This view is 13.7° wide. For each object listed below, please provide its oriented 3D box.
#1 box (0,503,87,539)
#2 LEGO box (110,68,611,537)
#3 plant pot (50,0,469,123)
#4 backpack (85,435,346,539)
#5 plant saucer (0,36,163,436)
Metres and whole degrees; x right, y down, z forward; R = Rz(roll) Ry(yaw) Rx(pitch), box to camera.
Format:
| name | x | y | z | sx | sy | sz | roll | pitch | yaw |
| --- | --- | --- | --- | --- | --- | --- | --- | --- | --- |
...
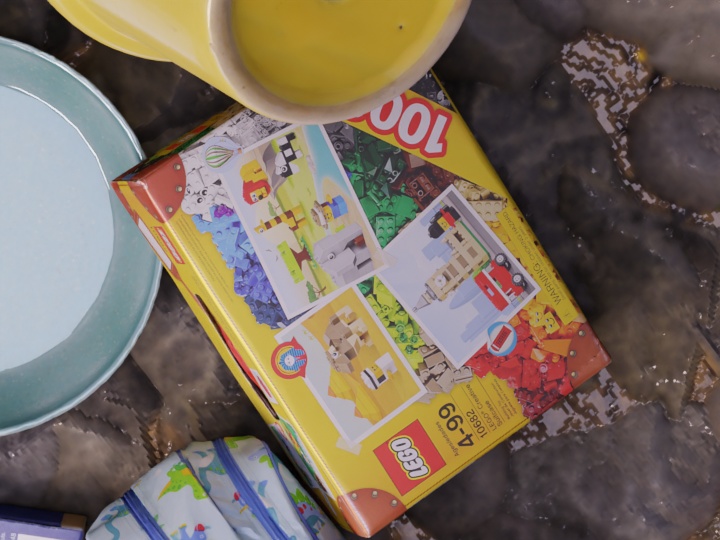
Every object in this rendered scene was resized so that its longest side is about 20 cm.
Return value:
| name | x | y | z | sx | sy | sz | roll | pitch | yaw |
| --- | --- | --- | --- | --- | --- | --- | --- | --- | --- |
| box | -0.243 | 0.169 | 1.499 | 0.199 | 0.032 | 0.122 | 9 | 100 | -3 |
| LEGO box | 0.000 | 0.000 | 1.428 | 0.149 | 0.077 | 0.200 | -35 | 100 | -11 |
| plant pot | -0.046 | -0.165 | 1.312 | 0.200 | 0.189 | 0.201 | -15 | 126 | -22 |
| backpack | -0.046 | 0.178 | 1.450 | 0.200 | 0.163 | 0.154 | 37 | 90 | 0 |
| plant saucer | -0.194 | -0.019 | 1.463 | 0.199 | 0.036 | 0.201 | 0 | 101 | -1 |
